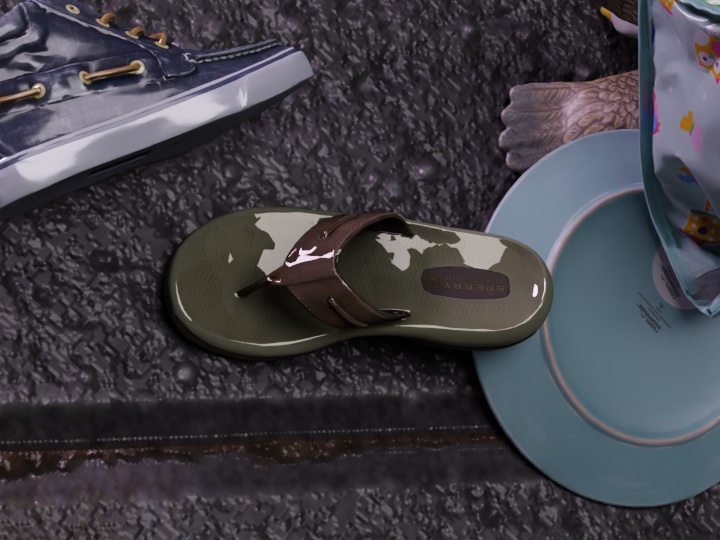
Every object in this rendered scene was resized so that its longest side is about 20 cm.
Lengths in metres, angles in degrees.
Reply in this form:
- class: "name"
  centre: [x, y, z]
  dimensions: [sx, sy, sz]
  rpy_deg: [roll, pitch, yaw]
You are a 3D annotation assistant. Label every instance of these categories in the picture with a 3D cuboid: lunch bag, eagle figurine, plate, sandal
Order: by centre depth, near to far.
- class: "sandal"
  centre: [0.001, -0.001, 1.363]
  dimensions: [0.200, 0.057, 0.080]
  rpy_deg: [-1, 70, -11]
- class: "lunch bag"
  centre: [0.235, -0.084, 1.398]
  dimensions: [0.170, 0.122, 0.201]
  rpy_deg: [-26, 127, -26]
- class: "plate"
  centre: [0.151, 0.024, 1.439]
  dimensions: [0.199, 0.026, 0.201]
  rpy_deg: [2, 86, -22]
- class: "eagle figurine"
  centre: [0.181, -0.122, 1.497]
  dimensions: [0.200, 0.151, 0.152]
  rpy_deg: [-27, 96, -46]

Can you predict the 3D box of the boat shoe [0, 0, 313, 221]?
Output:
- class: "boat shoe"
  centre: [-0.118, -0.099, 1.342]
  dimensions: [0.200, 0.071, 0.091]
  rpy_deg: [-23, 86, -32]
